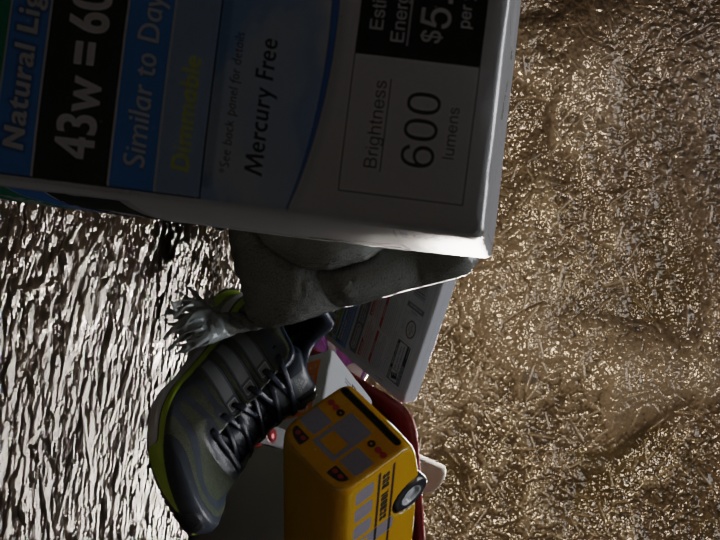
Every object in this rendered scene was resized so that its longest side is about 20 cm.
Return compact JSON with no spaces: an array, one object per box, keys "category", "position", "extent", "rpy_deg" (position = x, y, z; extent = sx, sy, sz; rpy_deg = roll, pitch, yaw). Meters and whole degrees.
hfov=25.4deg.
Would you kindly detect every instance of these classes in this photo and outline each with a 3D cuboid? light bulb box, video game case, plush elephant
[{"category":"light bulb box","position":[-0.044,-0.114,0.513],"extent":[0.125,0.198,0.201],"rpy_deg":[28,69,-83]},{"category":"video game case","position":[0.000,0.000,1.363],"extent":[0.018,0.200,0.145],"rpy_deg":[-5,122,-42]},{"category":"plush elephant","position":[-0.046,-0.051,0.986],"extent":[0.165,0.198,0.157],"rpy_deg":[-161,-125,-81]}]

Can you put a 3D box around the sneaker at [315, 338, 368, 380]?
[{"category":"sneaker","position":[-0.012,0.018,1.671],"extent":[0.073,0.113,0.203],"rpy_deg":[31,64,-83]}]

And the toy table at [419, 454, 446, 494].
[{"category":"toy table","position":[-0.015,0.221,1.669],"extent":[0.200,0.182,0.118],"rpy_deg":[-104,-143,-79]}]

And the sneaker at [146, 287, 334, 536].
[{"category":"sneaker","position":[-0.074,0.080,1.006],"extent":[0.074,0.080,0.201],"rpy_deg":[61,31,-35]}]

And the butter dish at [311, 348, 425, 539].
[{"category":"butter dish","position":[-0.043,0.195,1.386],"extent":[0.199,0.147,0.202],"rpy_deg":[28,-51,54]}]

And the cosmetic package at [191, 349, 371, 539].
[{"category":"cosmetic package","position":[-0.061,0.167,1.215],"extent":[0.071,0.101,0.201],"rpy_deg":[53,33,-38]}]

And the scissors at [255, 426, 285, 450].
[{"category":"scissors","position":[-0.070,0.106,1.106],"extent":[0.199,0.014,0.074],"rpy_deg":[0,78,-60]}]

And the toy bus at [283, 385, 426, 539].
[{"category":"toy bus","position":[-0.007,0.163,1.060],"extent":[0.078,0.065,0.201],"rpy_deg":[-34,149,-27]}]
